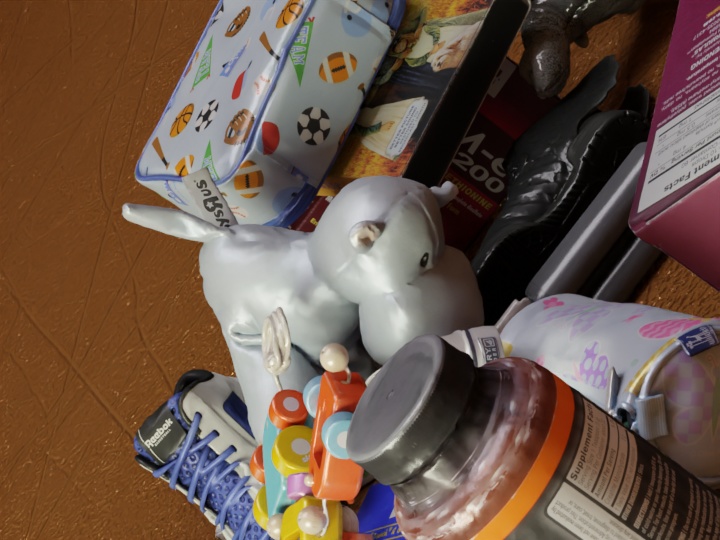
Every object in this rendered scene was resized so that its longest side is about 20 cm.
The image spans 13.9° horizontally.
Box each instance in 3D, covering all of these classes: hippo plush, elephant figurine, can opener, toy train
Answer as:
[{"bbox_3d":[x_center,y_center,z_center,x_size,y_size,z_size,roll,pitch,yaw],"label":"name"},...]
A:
[{"bbox_3d":[0.000,0.000,1.747,0.160,0.201,0.159,-27,2,34],"label":"hippo plush"},{"bbox_3d":[0.156,-0.210,1.904,0.200,0.141,0.156,-122,35,-65],"label":"elephant figurine"},{"bbox_3d":[0.119,0.013,1.710,0.200,0.053,0.066,-52,19,6],"label":"can opener"},{"bbox_3d":[-0.015,0.096,1.602,0.200,0.055,0.151,-128,44,-72],"label":"toy train"}]

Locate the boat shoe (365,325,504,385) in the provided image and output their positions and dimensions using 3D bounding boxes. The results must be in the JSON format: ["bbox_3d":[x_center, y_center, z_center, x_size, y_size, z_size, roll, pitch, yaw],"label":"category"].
[{"bbox_3d":[0.033,0.077,1.619,0.200,0.065,0.072,130,134,-77],"label":"boat shoe"}]

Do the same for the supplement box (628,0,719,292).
[{"bbox_3d":[0.228,-0.077,1.490,0.103,0.131,0.200,-36,28,42],"label":"supplement box"}]

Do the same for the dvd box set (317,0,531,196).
[{"bbox_3d":[0.014,-0.115,1.883,0.200,0.029,0.147,7,65,59],"label":"dvd box set"}]

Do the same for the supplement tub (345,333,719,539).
[{"bbox_3d":[0.090,0.112,1.394,0.107,0.200,0.107,-46,20,23],"label":"supplement tub"}]

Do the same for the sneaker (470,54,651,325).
[{"bbox_3d":[0.116,-0.045,1.808,0.200,0.060,0.104,-51,20,-6],"label":"sneaker"}]

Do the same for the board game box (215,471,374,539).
[{"bbox_3d":[-0.012,0.093,1.906,0.200,0.035,0.127,-36,28,42],"label":"board game box"}]

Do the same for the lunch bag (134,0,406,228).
[{"bbox_3d":[-0.058,-0.124,1.891,0.160,0.075,0.201,7,66,60],"label":"lunch bag"}]

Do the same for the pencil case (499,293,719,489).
[{"bbox_3d":[0.140,0.061,1.533,0.090,0.083,0.200,-24,12,-16],"label":"pencil case"}]

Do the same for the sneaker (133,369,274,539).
[{"bbox_3d":[-0.080,0.133,1.816,0.081,0.115,0.200,-52,38,28],"label":"sneaker"}]

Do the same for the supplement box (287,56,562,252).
[{"bbox_3d":[0.034,-0.063,1.947,0.200,0.109,0.061,-54,22,3],"label":"supplement box"}]

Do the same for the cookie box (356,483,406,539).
[{"bbox_3d":[0.034,0.202,1.560,0.171,0.075,0.200,-22,37,59],"label":"cookie box"}]
